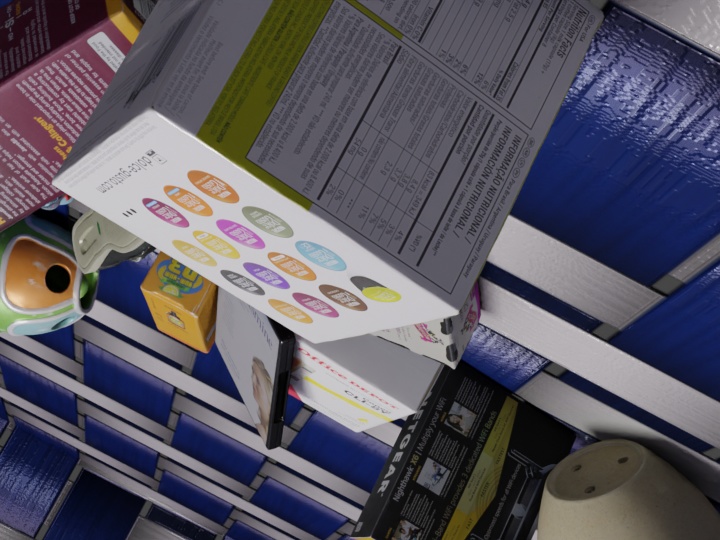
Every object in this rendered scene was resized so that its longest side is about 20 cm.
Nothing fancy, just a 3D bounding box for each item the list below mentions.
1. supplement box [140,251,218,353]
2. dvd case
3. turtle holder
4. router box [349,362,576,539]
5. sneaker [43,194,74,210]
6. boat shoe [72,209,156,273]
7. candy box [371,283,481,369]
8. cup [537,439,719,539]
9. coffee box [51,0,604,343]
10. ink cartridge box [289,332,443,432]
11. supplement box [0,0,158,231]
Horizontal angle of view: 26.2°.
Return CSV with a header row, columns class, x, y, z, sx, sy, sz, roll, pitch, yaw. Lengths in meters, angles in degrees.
class,x,y,z,sx,sy,sz,roll,pitch,yaw
supplement box,-0.178,0.028,1.602,0.067,0.069,0.200,27,169,4
dvd case,-0.105,0.067,1.496,0.200,0.018,0.143,101,146,-53
turtle holder,-0.365,0.016,1.743,0.132,0.141,0.186,7,149,6
router box,0.103,0.212,1.518,0.157,0.200,0.052,34,159,-15
sneaker,-0.303,-0.102,1.472,0.096,0.079,0.200,26,172,-27
boat shoe,-0.223,-0.047,1.525,0.068,0.072,0.200,-6,170,-30
candy box,0.000,0.000,1.320,0.200,0.061,0.136,23,160,15
cup,0.250,0.248,1.481,0.200,0.200,0.143,2,123,51
coffee box,-0.022,-0.097,0.880,0.198,0.200,0.200,33,161,-18
ink cartridge box,-0.016,0.083,1.522,0.145,0.083,0.200,31,161,-9
supplement box,-0.221,-0.124,1.086,0.200,0.086,0.110,-28,137,13
